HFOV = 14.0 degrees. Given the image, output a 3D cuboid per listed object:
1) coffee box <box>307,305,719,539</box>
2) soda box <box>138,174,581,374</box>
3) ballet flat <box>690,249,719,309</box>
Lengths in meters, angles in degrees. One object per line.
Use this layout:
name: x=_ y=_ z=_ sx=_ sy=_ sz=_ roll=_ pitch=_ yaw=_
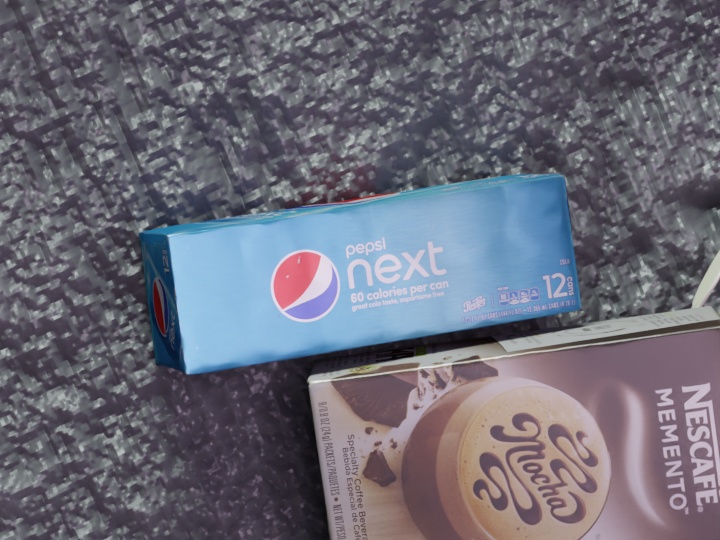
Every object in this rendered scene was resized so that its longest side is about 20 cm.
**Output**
coffee box: x=0.082 y=0.088 z=1.396 sx=0.199 sy=0.080 sz=0.114 roll=-9 pitch=95 yaw=2
soda box: x=0.000 y=0.000 z=1.404 sx=0.199 sy=0.064 sz=0.068 roll=-9 pitch=95 yaw=-17
ballet flat: x=0.190 y=0.052 z=1.470 sx=0.068 sy=0.068 sz=0.201 roll=14 pitch=81 yaw=-8
